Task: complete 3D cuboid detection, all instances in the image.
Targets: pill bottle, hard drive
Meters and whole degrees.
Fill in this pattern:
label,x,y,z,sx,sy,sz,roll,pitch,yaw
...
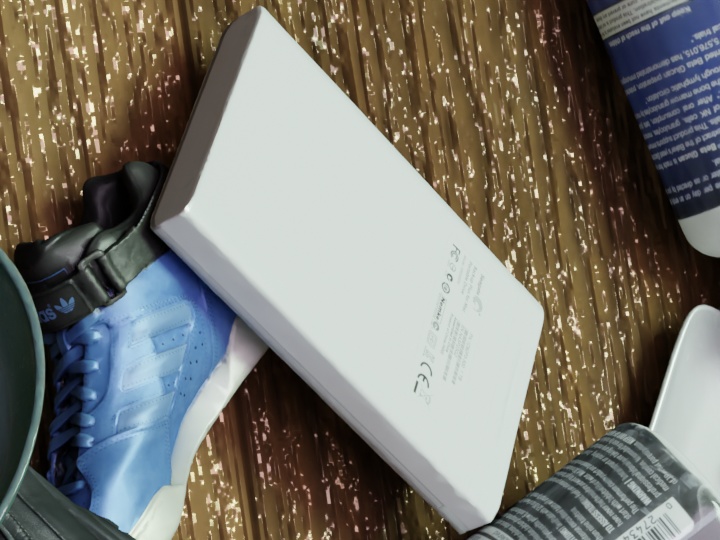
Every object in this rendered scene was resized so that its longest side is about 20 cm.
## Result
label,x,y,z,sx,sy,sz,roll,pitch,yaw
pill bottle,0.068,0.162,1.237,0.200,0.106,0.106,-36,101,-11
hard drive,0.000,0.000,1.241,0.200,0.026,0.132,45,39,-26
pill bottle,0.184,-0.074,1.349,0.111,0.111,0.201,-23,91,-31

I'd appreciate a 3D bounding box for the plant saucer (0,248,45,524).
label,x,y,z,sx,sy,sz,roll,pitch,yaw
plant saucer,-0.202,0.066,1.087,0.201,0.199,0.036,-66,151,-21

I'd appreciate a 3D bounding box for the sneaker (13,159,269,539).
label,x,y,z,sx,sy,sz,roll,pitch,yaw
sneaker,-0.112,0.044,1.179,0.111,0.077,0.200,44,59,-23

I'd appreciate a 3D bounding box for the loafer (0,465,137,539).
label,x,y,z,sx,sy,sz,roll,pitch,yaw
loafer,-0.151,0.100,1.101,0.200,0.068,0.070,34,39,24

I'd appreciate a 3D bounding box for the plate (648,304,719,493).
label,x,y,z,sx,sy,sz,roll,pitch,yaw
plate,0.191,0.147,1.367,0.200,0.032,0.200,31,69,-23
